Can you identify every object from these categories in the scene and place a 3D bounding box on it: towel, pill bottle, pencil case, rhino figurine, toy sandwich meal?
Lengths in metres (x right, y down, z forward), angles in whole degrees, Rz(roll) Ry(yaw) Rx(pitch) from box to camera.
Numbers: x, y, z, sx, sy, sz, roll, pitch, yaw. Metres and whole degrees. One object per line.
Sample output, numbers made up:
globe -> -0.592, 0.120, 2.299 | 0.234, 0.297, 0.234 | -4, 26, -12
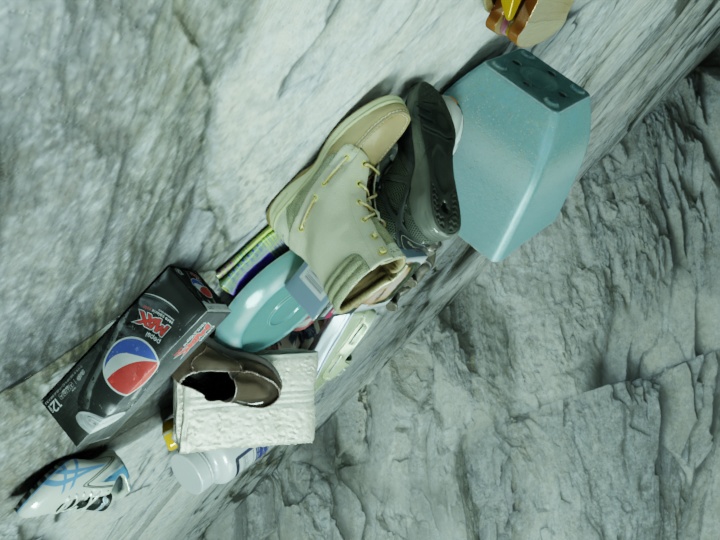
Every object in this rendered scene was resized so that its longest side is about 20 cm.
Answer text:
towel -> -0.106, -0.011, 1.069 | 0.143, 0.023, 0.200 | -42, 169, -7
pill bottle -> -0.240, 0.312, 1.545 | 0.200, 0.111, 0.111 | -33, 164, -43
towel -> -0.154, 0.175, 1.158 | 0.198, 0.134, 0.034 | 0, -172, -20
pencil case -> -0.134, 0.116, 1.289 | 0.089, 0.078, 0.200 | -27, 178, 29
rhino figurine -> 0.077, -0.015, 1.249 | 0.088, 0.060, 0.200 | -53, -179, -38
toy sandwich meal -> 0.203, -0.324, 0.890 | 0.205, 0.070, 0.205 | -42, 169, -10

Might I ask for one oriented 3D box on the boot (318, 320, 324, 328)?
boot -> -0.087, 0.149, 1.443 | 0.147, 0.070, 0.200 | -61, -167, 9

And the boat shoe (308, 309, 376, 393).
boat shoe -> -0.043, 0.124, 1.260 | 0.201, 0.062, 0.072 | -61, -171, 28

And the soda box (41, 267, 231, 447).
soda box -> -0.231, 0.089, 0.889 | 0.200, 0.063, 0.071 | -46, 169, 7

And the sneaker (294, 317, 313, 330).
sneaker -> -0.038, 0.010, 1.254 | 0.200, 0.074, 0.087 | -40, 167, -19

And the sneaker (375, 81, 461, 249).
sneaker -> 0.052, -0.114, 0.970 | 0.076, 0.201, 0.114 | 18, 151, -41

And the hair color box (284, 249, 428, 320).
hair color box -> 0.000, 0.000, 1.087 | 0.099, 0.061, 0.200 | -49, 163, 21

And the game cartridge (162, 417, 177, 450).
game cartridge -> -0.193, 0.201, 1.258 | 0.199, 0.033, 0.176 | -22, 180, -14

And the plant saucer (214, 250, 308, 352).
plant saucer -> -0.101, 0.042, 1.105 | 0.200, 0.027, 0.200 | -39, 162, -15

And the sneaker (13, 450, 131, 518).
sneaker -> -0.363, 0.283, 1.109 | 0.072, 0.073, 0.200 | -44, 168, 13

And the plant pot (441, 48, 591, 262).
plant pot -> 0.191, -0.170, 1.129 | 0.196, 0.196, 0.201 | -31, 155, -47

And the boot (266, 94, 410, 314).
boot -> 0.008, -0.069, 0.899 | 0.200, 0.155, 0.072 | -45, 150, 12

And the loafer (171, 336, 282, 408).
loafer -> -0.169, 0.139, 1.058 | 0.073, 0.071, 0.200 | -37, 140, 20

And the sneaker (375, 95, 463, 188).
sneaker -> 0.044, -0.133, 1.032 | 0.200, 0.076, 0.092 | -47, 164, 10
